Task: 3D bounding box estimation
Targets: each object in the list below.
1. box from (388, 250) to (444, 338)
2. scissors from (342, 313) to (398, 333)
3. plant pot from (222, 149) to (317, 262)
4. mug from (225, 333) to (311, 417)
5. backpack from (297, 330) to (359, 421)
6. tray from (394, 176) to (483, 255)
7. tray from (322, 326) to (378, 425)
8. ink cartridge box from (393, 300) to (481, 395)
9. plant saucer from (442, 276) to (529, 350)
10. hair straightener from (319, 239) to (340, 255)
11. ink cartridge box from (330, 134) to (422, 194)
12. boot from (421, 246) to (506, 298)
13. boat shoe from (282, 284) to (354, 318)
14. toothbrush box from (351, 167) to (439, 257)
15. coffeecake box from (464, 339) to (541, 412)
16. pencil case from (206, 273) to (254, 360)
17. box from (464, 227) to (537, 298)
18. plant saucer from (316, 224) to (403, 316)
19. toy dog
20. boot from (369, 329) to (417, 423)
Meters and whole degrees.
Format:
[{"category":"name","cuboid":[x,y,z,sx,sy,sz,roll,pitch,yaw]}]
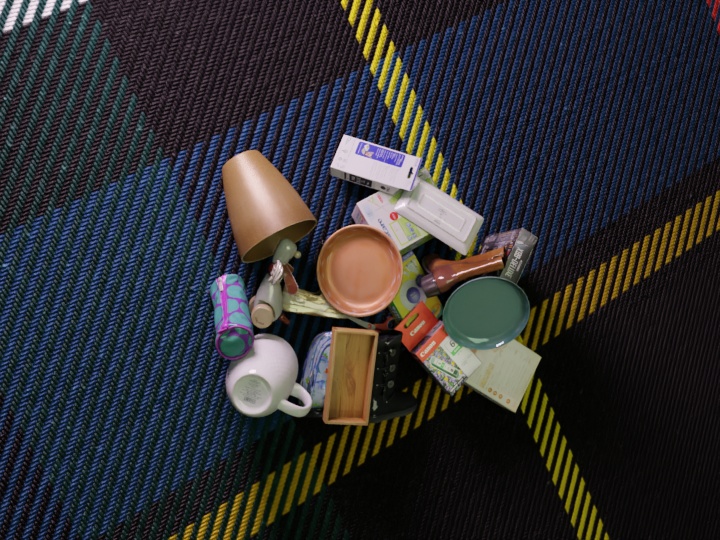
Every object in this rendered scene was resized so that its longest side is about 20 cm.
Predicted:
[{"category":"box","cuboid":[0.121,0.070,1.736,0.117,0.048,0.203,-35,101,-25]},{"category":"scissors","cuboid":[0.028,0.139,1.683,0.198,0.014,0.075,9,81,-47]},{"category":"plant pot","cuboid":[-0.217,-0.151,1.577,0.184,0.186,0.203,-25,83,-17]},{"category":"mug","cuboid":[-0.191,0.243,1.536,0.198,0.176,0.149,30,101,-4]},{"category":"backpack","cuboid":[-0.058,0.236,1.641,0.159,0.154,0.205,9,72,-12]},{"category":"tray","cuboid":[0.184,-0.132,1.665,0.198,0.022,0.109,32,72,-2]},{"category":"tray","cuboid":[-0.023,0.229,1.568,0.096,0.037,0.205,5,96,-15]},{"category":"ink cartridge box","cuboid":[0.178,0.180,1.690,0.109,0.050,0.201,-43,99,-11]},{"category":"plant saucer","cuboid":[0.282,0.093,1.634,0.195,0.028,0.204,0,123,0]},{"category":"hair straightener","cuboid":[-0.020,0.004,1.685,0.201,0.077,0.041,51,47,-6]},{"category":"ink cartridge box","cuboid":[0.037,-0.239,1.674,0.196,0.039,0.101,18,63,8]},{"category":"boot","cuboid":[0.239,-0.022,1.681,0.197,0.188,0.070,-23,101,15]},{"category":"boat shoe","cuboid":[-0.087,0.068,1.658,0.196,0.074,0.071,8,92,-18]},{"category":"toothbrush box","cuboid":[0.100,-0.126,1.703,0.197,0.086,0.147,-28,81,-16]},{"category":"coffeecake box","cuboid":[0.325,0.231,1.794,0.198,0.073,0.156,32,81,-16]},{"category":"pencil case","cuboid":[-0.274,0.093,1.530,0.084,0.201,0.093,-27,127,2]},{"category":"box","cuboid":[0.328,-0.012,1.736,0.049,0.200,0.160,29,79,-12]},{"category":"plant saucer","cuboid":[0.000,0.000,1.618,0.195,0.037,0.205,0,92,9]},{"category":"toy dog","cuboid":[-0.171,0.042,1.572,0.095,0.133,0.201,21,124,-18]},{"category":"boot","cuboid":[0.074,0.234,1.673,0.163,0.065,0.205,-10,104,-46]}]
